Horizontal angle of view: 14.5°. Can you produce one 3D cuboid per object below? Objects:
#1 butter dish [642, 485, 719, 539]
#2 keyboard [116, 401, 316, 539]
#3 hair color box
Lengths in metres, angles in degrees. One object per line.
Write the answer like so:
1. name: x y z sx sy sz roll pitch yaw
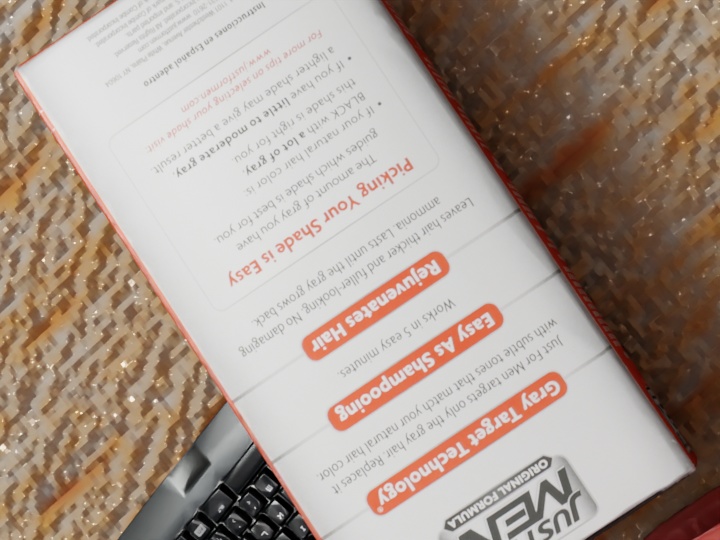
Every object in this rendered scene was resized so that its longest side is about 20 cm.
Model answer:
1. butter dish: 0.140 0.123 0.728 0.200 0.148 0.199 -32 66 33
2. keyboard: -0.021 0.094 0.861 0.104 0.040 0.200 40 109 7
3. hair color box: 0.000 0.000 0.808 0.102 0.061 0.200 -33 83 4
